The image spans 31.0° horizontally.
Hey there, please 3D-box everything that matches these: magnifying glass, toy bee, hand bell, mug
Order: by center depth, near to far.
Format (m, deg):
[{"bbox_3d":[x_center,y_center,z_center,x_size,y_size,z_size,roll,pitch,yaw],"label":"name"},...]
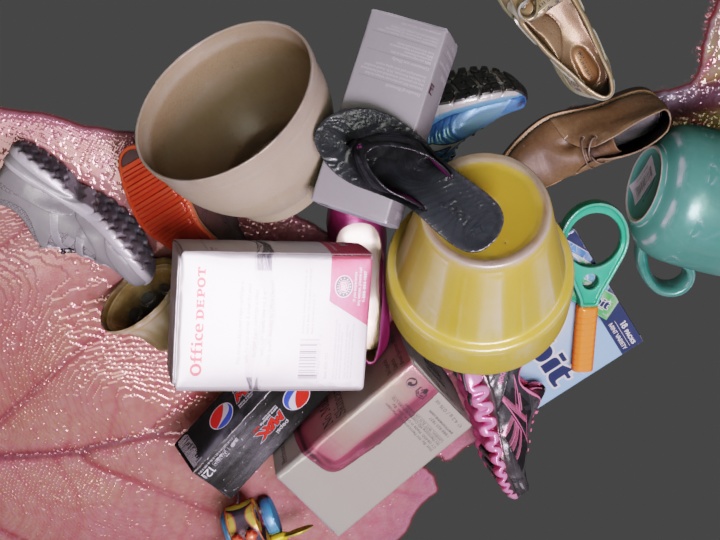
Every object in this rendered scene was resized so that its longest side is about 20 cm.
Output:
[{"bbox_3d":[0.352,-0.065,1.402,0.114,0.152,0.185,13,89,-12],"label":"mug"},{"bbox_3d":[-0.184,0.088,1.440,0.104,0.104,0.200,-36,123,6],"label":"hand bell"},{"bbox_3d":[0.255,0.019,1.447,0.079,0.022,0.200,-2,111,-9],"label":"magnifying glass"},{"bbox_3d":[-0.134,0.306,1.500,0.131,0.109,0.200,-39,110,9],"label":"toy bee"}]

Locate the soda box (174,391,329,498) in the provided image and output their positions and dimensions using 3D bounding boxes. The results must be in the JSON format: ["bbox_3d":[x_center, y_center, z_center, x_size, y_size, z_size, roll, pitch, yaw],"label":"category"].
[{"bbox_3d":[-0.109,0.151,1.444,0.200,0.063,0.071,-47,130,-1],"label":"soda box"}]

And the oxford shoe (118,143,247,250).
[{"bbox_3d":[-0.182,-0.060,1.385,0.071,0.073,0.200,-21,115,33],"label":"oxford shoe"}]

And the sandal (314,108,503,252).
[{"bbox_3d":[0.047,-0.091,1.213,0.200,0.048,0.075,32,90,7],"label":"sandal"}]

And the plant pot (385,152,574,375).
[{"bbox_3d":[0.125,-0.019,1.330,0.200,0.201,0.189,-11,153,-4],"label":"plant pot"}]

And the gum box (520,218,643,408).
[{"bbox_3d":[0.196,0.065,1.490,0.200,0.045,0.170,-33,112,6],"label":"gum box"}]

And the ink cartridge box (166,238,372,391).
[{"bbox_3d":[-0.096,0.044,1.338,0.200,0.083,0.147,1,102,-15],"label":"ink cartridge box"}]

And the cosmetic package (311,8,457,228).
[{"bbox_3d":[0.025,-0.147,1.293,0.090,0.107,0.200,16,93,9],"label":"cosmetic package"}]

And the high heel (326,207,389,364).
[{"bbox_3d":[0.000,0.000,1.412,0.067,0.096,0.200,-1,110,-7],"label":"high heel"}]

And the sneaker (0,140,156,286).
[{"bbox_3d":[-0.304,-0.047,1.375,0.200,0.075,0.082,41,107,-7],"label":"sneaker"}]

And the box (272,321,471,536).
[{"bbox_3d":[0.008,0.175,1.460,0.200,0.128,0.109,-40,110,7],"label":"box"}]

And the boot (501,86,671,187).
[{"bbox_3d":[0.241,-0.137,1.408,0.200,0.075,0.074,-26,113,3],"label":"boot"}]

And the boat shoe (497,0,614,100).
[{"bbox_3d":[0.206,-0.265,1.363,0.073,0.063,0.200,-40,109,8],"label":"boat shoe"}]

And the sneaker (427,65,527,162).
[{"bbox_3d":[0.086,-0.150,1.392,0.200,0.078,0.090,-21,121,10],"label":"sneaker"}]

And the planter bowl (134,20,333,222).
[{"bbox_3d":[-0.107,-0.133,1.315,0.200,0.200,0.135,-34,138,5],"label":"planter bowl"}]

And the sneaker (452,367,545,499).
[{"bbox_3d":[0.172,0.167,1.469,0.095,0.079,0.200,-22,115,-10],"label":"sneaker"}]
